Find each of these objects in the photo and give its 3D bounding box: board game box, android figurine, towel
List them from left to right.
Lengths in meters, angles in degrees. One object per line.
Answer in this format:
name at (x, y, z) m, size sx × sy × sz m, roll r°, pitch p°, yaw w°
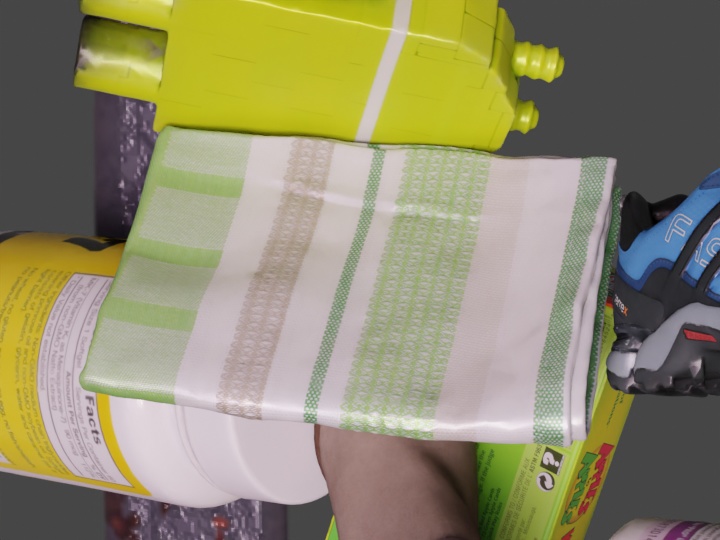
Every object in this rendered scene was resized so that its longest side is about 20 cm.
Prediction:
android figurine at (-0.018, -0.089, 0.965) m, size 0.198 × 0.182 × 0.041 m, roll 9°, pitch 64°, yaw -4°
towel at (0.000, 0.000, 0.935) m, size 0.198 × 0.150 × 0.031 m, roll 6°, pitch 136°, yaw 9°
board game box at (0.051, 0.084, 1.017) m, size 0.101 × 0.048 × 0.201 m, roll 26°, pitch 111°, yaw 24°

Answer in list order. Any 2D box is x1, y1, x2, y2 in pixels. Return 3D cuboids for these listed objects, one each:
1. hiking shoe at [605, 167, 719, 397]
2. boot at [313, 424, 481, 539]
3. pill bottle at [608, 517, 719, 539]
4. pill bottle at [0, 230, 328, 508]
hiking shoe at (0.156, -0.008, 0.853) m, size 0.199 × 0.074 × 0.087 m, roll -18°, pitch 74°, yaw 51°
boot at (0.027, 0.109, 0.917) m, size 0.070 × 0.146 × 0.202 m, roll -1°, pitch 100°, yaw -10°
pill bottle at (0.191, 0.161, 0.913) m, size 0.199 × 0.112 × 0.113 m, roll 3°, pitch 101°, yaw 30°
pill bottle at (-0.095, 0.043, 1.035) m, size 0.199 × 0.114 × 0.115 m, roll 6°, pitch 103°, yaw 41°
